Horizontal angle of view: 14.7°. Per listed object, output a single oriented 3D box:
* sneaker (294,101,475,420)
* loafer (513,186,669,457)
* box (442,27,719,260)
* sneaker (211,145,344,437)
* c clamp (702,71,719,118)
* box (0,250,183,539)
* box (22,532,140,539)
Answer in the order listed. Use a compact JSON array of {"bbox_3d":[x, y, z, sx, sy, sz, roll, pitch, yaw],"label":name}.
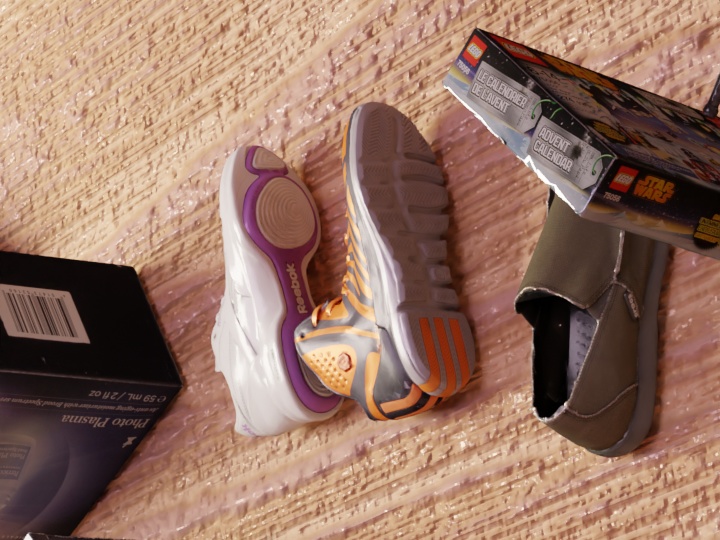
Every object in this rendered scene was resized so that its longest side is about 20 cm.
[{"bbox_3d":[0.000,0.000,1.750,0.112,0.078,0.200,-29,62,44],"label":"sneaker"},{"bbox_3d":[0.130,0.005,1.593,0.075,0.070,0.200,-15,72,49],"label":"loafer"},{"bbox_3d":[0.155,-0.057,1.469,0.137,0.200,0.040,46,113,44],"label":"box"},{"bbox_3d":[-0.072,0.015,1.838,0.100,0.075,0.200,-30,61,43],"label":"sneaker"},{"bbox_3d":[0.278,-0.155,1.477,0.200,0.027,0.171,11,85,51],"label":"c clamp"},{"bbox_3d":[-0.266,0.095,1.968,0.198,0.200,0.123,-52,48,33],"label":"box"},{"bbox_3d":[-0.169,0.278,1.827,0.200,0.182,0.104,-57,45,29],"label":"box"}]
